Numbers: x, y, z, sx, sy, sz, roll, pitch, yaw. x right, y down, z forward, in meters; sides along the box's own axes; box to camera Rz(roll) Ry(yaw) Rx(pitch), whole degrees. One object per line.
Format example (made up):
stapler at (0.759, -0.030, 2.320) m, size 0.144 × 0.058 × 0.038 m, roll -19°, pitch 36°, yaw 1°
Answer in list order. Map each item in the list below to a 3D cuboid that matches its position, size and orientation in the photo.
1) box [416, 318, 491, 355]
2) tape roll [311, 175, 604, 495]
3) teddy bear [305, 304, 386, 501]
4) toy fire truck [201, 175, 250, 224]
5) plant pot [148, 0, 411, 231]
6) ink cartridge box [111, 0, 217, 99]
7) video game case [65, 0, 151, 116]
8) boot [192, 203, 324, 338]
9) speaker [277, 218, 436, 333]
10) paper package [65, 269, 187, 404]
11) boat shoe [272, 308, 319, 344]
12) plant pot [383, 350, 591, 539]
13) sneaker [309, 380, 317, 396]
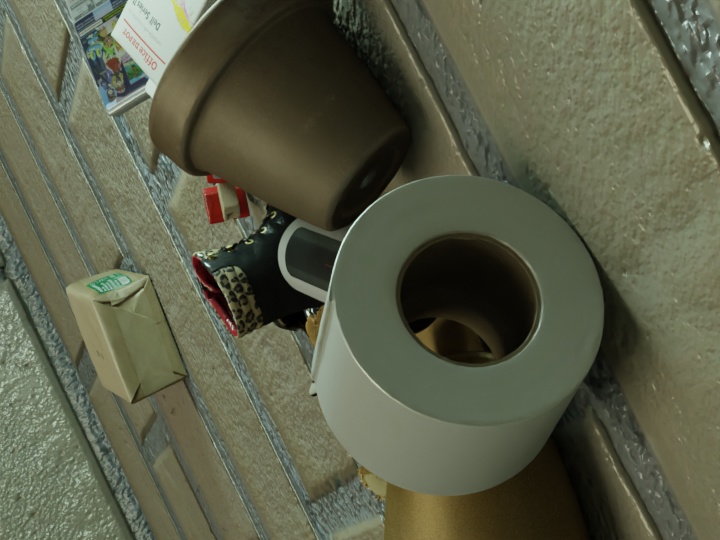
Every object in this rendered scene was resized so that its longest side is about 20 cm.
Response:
box at (0.068, 0.043, 1.446) m, size 0.165 × 0.021 × 0.200 m, roll 68°, pitch 161°, yaw -5°
tape roll at (0.069, 0.050, 1.188) m, size 0.203 × 0.202 × 0.139 m, roll 58°, pitch 160°, yaw 21°
teddy bear at (0.018, 0.120, 1.511) m, size 0.201 × 0.066 × 0.145 m, roll 60°, pitch 143°, yaw 22°
toy fire truck at (-0.149, -0.108, 1.731) m, size 0.200 × 0.048 × 0.142 m, roll -121°, pitch 22°, yaw -72°
plant pot at (-0.053, -0.131, 1.359) m, size 0.174 × 0.200 × 0.201 m, roll 39°, pitch 153°, yaw 15°
ink cartridge box at (-0.161, -0.236, 1.483) m, size 0.117 × 0.067 × 0.201 m, roll 46°, pitch 114°, yaw 42°
video game case at (-0.207, -0.277, 1.579) m, size 0.199 × 0.023 × 0.184 m, roll -25°, pitch 82°, yaw 29°
boot at (-0.098, -0.034, 1.592) m, size 0.201 × 0.150 × 0.073 m, roll 60°, pitch 160°, yaw 16°
speaker at (0.000, 0.000, 1.424) m, size 0.200 × 0.081 × 0.082 m, roll 23°, pitch 134°, yaw 62°
paper package at (-0.377, 0.101, 2.541) m, size 0.200 × 0.103 × 0.192 m, roll 12°, pitch 124°, yaw 67°
boat shoe at (-0.064, 0.022, 1.686) m, size 0.200 × 0.073 × 0.075 m, roll 37°, pitch 146°, yaw 54°
plant pot at (0.095, 0.176, 1.322) m, size 0.186 × 0.185 × 0.202 m, roll 25°, pitch 129°, yaw 61°
sneaker at (0.019, 0.095, 1.368) m, size 0.073 × 0.081 × 0.200 m, roll 22°, pitch 176°, yaw 37°
